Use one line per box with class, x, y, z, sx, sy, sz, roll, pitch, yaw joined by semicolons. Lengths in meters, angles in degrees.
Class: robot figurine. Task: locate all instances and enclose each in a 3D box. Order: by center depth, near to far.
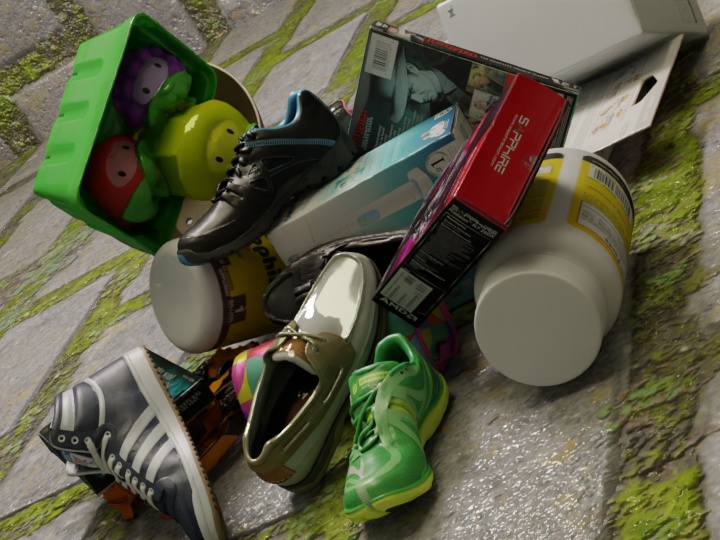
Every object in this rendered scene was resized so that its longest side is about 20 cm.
robot figurine;-0.150;0.141;1.478;0.144;0.059;0.200;-10;30;51

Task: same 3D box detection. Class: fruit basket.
fruit basket;-0.183;-0.122;1.514;0.213;0.155;0.218;-15;60;28

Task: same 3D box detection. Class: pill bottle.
pill bottle;0.149;-0.004;1.237;0.113;0.115;0.201;-25;19;25
pill bottle;-0.097;0.007;1.548;0.198;0.111;0.109;-15;3;-40

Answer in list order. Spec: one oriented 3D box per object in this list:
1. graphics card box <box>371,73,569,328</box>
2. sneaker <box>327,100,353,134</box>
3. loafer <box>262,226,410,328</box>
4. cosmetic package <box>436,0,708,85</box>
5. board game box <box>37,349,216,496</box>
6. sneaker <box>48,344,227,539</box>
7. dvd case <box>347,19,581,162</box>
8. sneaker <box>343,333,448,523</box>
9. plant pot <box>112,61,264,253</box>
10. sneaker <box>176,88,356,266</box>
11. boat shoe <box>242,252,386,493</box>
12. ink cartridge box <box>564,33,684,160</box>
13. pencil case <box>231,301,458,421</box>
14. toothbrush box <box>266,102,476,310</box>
graphics card box;0.081;-0.050;1.232;0.126;0.050;0.200;-62;3;-28
sneaker;-0.011;-0.120;1.595;0.096;0.079;0.200;-47;-13;6
loafer;0.000;0.000;1.386;0.198;0.073;0.063;-18;-6;14
cosmetic package;0.220;-0.255;1.642;0.198;0.124;0.199;-23;-6;32
board game box;-0.219;0.135;1.475;0.135;0.028;0.200;-40;18;-15
sneaker;-0.188;0.163;1.323;0.107;0.070;0.201;-24;56;-11
dvd case;0.089;-0.132;1.463;0.198;0.147;0.022;18;34;8
sneaker;0.014;0.117;1.207;0.073;0.084;0.201;-26;20;21
plant pot;-0.175;-0.096;1.645;0.199;0.201;0.135;-33;-24;1
sneaker;-0.098;-0.082;1.449;0.200;0.082;0.073;-42;20;-21
boat shoe;-0.037;0.075;1.286;0.074;0.068;0.202;8;75;35
ink cartridge box;0.230;-0.134;1.543;0.175;0.045;0.201;-23;21;33
pencil case;-0.015;0.079;1.367;0.198;0.089;0.089;-25;19;26
toothbrush box;0.038;-0.033;1.455;0.199;0.147;0.085;-29;17;18
